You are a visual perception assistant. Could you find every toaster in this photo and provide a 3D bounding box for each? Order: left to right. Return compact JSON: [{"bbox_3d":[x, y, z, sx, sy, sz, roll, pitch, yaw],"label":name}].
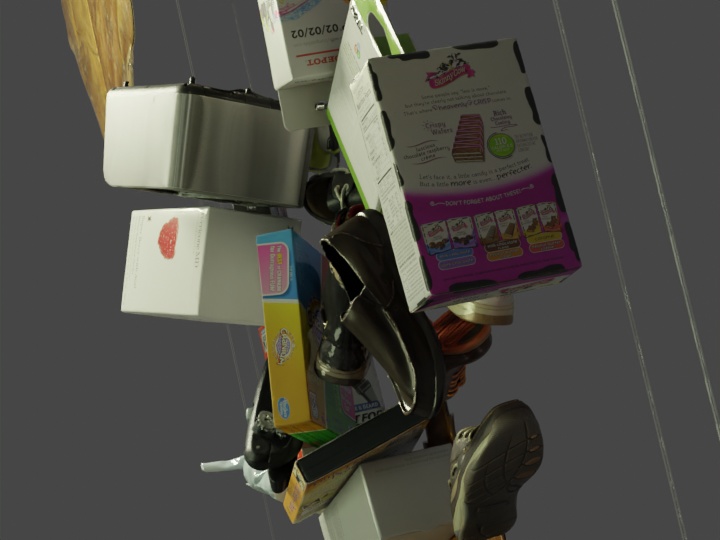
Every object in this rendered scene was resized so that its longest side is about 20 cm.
[{"bbox_3d":[-0.156,-0.136,1.754,0.199,0.180,0.120,5,89,53],"label":"toaster"}]

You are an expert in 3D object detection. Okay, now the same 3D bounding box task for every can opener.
[{"bbox_3d":[-0.088,0.137,1.728,0.079,0.063,0.201,107,171,-46],"label":"can opener"}]

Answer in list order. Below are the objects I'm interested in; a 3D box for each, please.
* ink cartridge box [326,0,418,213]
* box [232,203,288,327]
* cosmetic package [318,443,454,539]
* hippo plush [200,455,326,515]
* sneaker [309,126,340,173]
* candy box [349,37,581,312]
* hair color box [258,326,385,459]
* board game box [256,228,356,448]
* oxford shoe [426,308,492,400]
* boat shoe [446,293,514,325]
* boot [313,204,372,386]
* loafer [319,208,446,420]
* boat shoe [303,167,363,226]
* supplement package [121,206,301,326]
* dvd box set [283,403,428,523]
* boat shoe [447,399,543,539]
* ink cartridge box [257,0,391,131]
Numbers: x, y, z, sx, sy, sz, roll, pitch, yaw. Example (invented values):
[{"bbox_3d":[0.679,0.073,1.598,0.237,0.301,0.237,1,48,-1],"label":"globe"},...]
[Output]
[{"bbox_3d":[0.037,-0.164,1.500,0.201,0.075,0.148,106,149,-51],"label":"ink cartridge box"},{"bbox_3d":[-0.105,-0.008,1.968,0.160,0.044,0.201,52,-156,-79],"label":"box"},{"bbox_3d":[0.034,0.257,1.695,0.200,0.107,0.085,120,136,-61],"label":"cosmetic package"},{"bbox_3d":[-0.056,0.200,1.944,0.199,0.159,0.162,9,79,55],"label":"hippo plush"},{"bbox_3d":[-0.078,-0.140,1.855,0.200,0.076,0.076,161,99,-70],"label":"sneaker"},{"bbox_3d":[0.083,-0.078,1.314,0.061,0.135,0.201,137,122,-67],"label":"candy box"},{"bbox_3d":[-0.036,0.145,1.834,0.064,0.110,0.201,138,119,-68],"label":"hair color box"},{"bbox_3d":[-0.054,0.075,1.682,0.153,0.040,0.201,39,-138,-67],"label":"board game box"},{"bbox_3d":[0.083,0.081,1.545,0.073,0.071,0.200,54,162,-8],"label":"oxford shoe"},{"bbox_3d":[0.084,-0.011,1.465,0.200,0.072,0.065,-140,54,-63],"label":"boat shoe"},{"bbox_3d":[0.000,0.000,1.631,0.200,0.073,0.151,-70,-9,-52],"label":"boot"},{"bbox_3d":[0.015,0.046,1.467,0.201,0.071,0.073,68,157,16],"label":"loafer"},{"bbox_3d":[-0.008,-0.076,1.704,0.200,0.060,0.074,-157,60,-68],"label":"boat shoe"},{"bbox_3d":[-0.169,-0.004,1.817,0.200,0.119,0.122,0,82,58],"label":"supplement package"},{"bbox_3d":[-0.007,0.198,1.682,0.030,0.146,0.200,58,165,14],"label":"dvd box set"},{"bbox_3d":[0.110,0.173,1.473,0.201,0.074,0.074,104,149,-50],"label":"boat shoe"},{"bbox_3d":[-0.034,-0.247,1.600,0.068,0.114,0.202,171,88,-72],"label":"ink cartridge box"}]
